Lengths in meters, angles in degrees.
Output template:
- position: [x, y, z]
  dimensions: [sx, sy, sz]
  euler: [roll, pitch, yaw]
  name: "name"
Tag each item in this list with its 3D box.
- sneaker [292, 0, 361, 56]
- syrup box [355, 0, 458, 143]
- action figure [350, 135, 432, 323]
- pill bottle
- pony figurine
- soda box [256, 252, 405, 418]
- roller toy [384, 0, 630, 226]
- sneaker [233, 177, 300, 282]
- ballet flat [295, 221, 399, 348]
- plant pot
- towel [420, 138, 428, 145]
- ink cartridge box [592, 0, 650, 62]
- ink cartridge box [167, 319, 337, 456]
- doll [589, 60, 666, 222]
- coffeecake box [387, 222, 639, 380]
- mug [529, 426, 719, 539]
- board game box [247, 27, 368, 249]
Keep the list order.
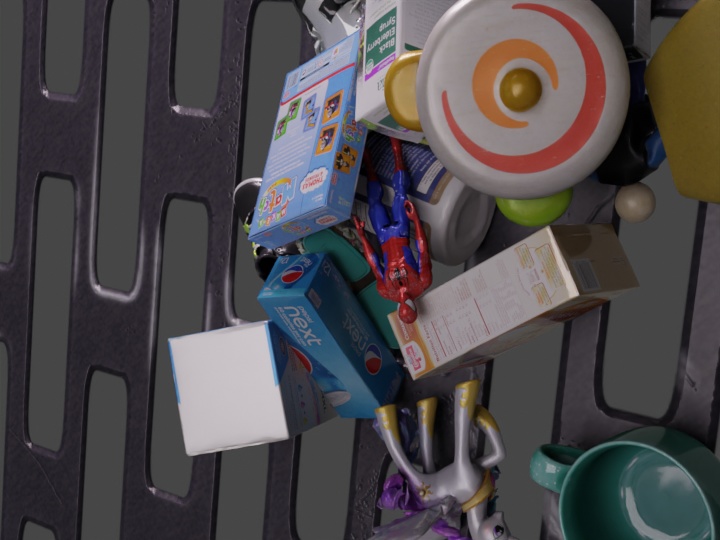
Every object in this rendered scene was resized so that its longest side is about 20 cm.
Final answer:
- position: [-0.016, -0.283, 1.278]
  dimensions: [0.088, 0.074, 0.203]
  euler: [-22, 91, 33]
  name: "sneaker"
- position: [0.050, -0.239, 1.136]
  dimensions: [0.078, 0.080, 0.203]
  euler: [-26, 55, 55]
  name: "syrup box"
- position: [0.031, -0.042, 1.126]
  dimensions: [0.064, 0.052, 0.203]
  euler: [-16, 67, 13]
  name: "action figure"
- position: [0.038, -0.090, 1.231]
  dimensions: [0.198, 0.110, 0.113]
  euler: [25, 107, 30]
  name: "pill bottle"
- position: [0.078, 0.237, 1.219]
  dimensions: [0.190, 0.166, 0.203]
  euler: [-18, 76, 20]
  name: "pony figurine"
- position: [-0.029, 0.074, 1.250]
  dimensions: [0.067, 0.065, 0.201]
  euler: [-4, 133, 34]
  name: "soda box"
- position: [0.138, -0.156, 0.997]
  dimensions: [0.200, 0.140, 0.183]
  euler: [41, 101, 3]
  name: "roller toy"
- position: [-0.095, -0.031, 1.342]
  dimensions: [0.072, 0.082, 0.201]
  euler: [-48, 68, 26]
  name: "sneaker"
- position: [0.000, 0.000, 1.262]
  dimensions: [0.075, 0.064, 0.201]
  euler: [-30, 121, 13]
  name: "ballet flat"
- position: [0.360, -0.150, 0.970]
  dimensions: [0.198, 0.194, 0.197]
  euler: [-20, 83, 42]
  name: "plant pot"
- position: [0.090, -0.229, 1.197]
  dimensions: [0.142, 0.023, 0.203]
  euler: [18, 82, 28]
  name: "towel"
- position: [0.184, -0.286, 1.120]
  dimensions: [0.196, 0.043, 0.204]
  euler: [-6, 71, 33]
  name: "ink cartridge box"
- position: [-0.114, 0.124, 1.313]
  dimensions: [0.123, 0.200, 0.131]
  euler: [-12, 88, 17]
  name: "ink cartridge box"
- position: [0.255, -0.147, 1.116]
  dimensions: [0.135, 0.048, 0.204]
  euler: [-8, 89, 35]
  name: "doll"
- position: [0.151, 0.030, 1.138]
  dimensions: [0.199, 0.153, 0.074]
  euler: [-30, 76, 32]
  name: "coffeecake box"
- position: [0.270, 0.214, 1.097]
  dimensions: [0.152, 0.114, 0.186]
  euler: [-43, 70, 29]
  name: "mug"
- position: [-0.046, -0.134, 1.189]
  dimensions: [0.150, 0.036, 0.203]
  euler: [-18, 54, 53]
  name: "board game box"
